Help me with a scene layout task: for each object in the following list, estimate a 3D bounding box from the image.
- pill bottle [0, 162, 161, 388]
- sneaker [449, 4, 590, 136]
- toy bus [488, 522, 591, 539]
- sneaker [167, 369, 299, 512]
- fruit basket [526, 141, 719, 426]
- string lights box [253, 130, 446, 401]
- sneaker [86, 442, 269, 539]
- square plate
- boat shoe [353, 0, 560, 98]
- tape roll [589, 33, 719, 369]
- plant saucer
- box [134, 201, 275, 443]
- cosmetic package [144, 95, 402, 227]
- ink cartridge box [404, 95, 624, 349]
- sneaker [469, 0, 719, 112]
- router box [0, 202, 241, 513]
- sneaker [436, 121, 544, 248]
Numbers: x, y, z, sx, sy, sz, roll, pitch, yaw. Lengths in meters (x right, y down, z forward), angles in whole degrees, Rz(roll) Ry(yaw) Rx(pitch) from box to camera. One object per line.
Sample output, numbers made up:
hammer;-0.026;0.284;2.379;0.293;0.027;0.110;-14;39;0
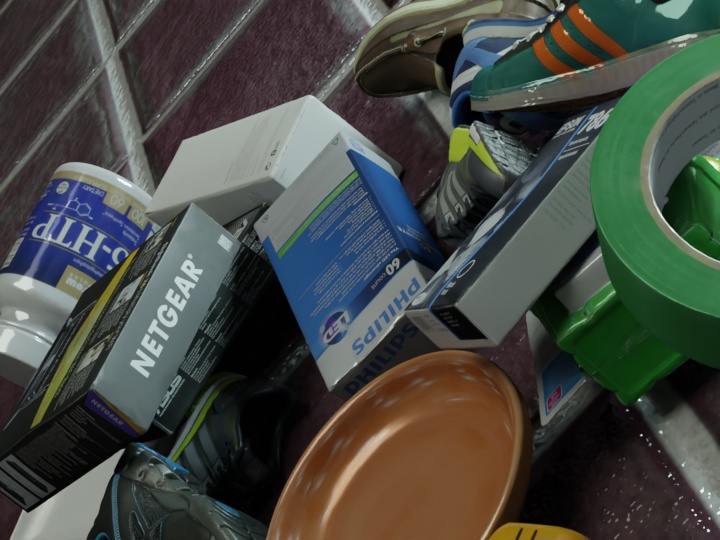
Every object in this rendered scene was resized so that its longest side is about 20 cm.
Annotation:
pill bottle;-0.277;0.010;1.660;0.120;0.120;0.200;-10;51;55
sneaker;0.131;-0.132;1.222;0.200;0.074;0.082;-1;62;61
toy bus;0.067;0.232;0.898;0.078;0.065;0.200;-5;54;55
sneaker;-0.106;0.156;1.266;0.081;0.074;0.200;-14;48;48
fruit basket;0.159;-0.023;1.024;0.185;0.094;0.200;-42;25;22
string lights box;0.000;0.000;1.250;0.103;0.059;0.200;-46;38;16
sneaker;-0.114;0.186;1.168;0.200;0.073;0.082;23;81;55
square plate;-0.208;0.153;1.481;0.198;0.028;0.200;-16;45;52
boat shoe;0.065;-0.171;1.374;0.202;0.075;0.075;-24;45;44
tape roll;0.217;-0.040;0.883;0.200;0.048;0.201;-8;51;10
plant saucer;0.025;0.140;1.029;0.200;0.037;0.200;-33;34;27
box;-0.150;0.052;1.391;0.200;0.047;0.193;-57;15;-25
cosmetic package;-0.074;-0.063;1.433;0.200;0.108;0.085;-9;51;53
ink cartridge box;0.112;-0.040;0.996;0.200;0.039;0.099;-48;8;-14
sneaker;0.150;-0.148;1.107;0.200;0.071;0.080;-11;86;40
router box;-0.180;0.062;1.275;0.157;0.052;0.200;-35;22;41
sneaker;0.089;-0.048;1.151;0.200;0.074;0.081;-119;48;-87
